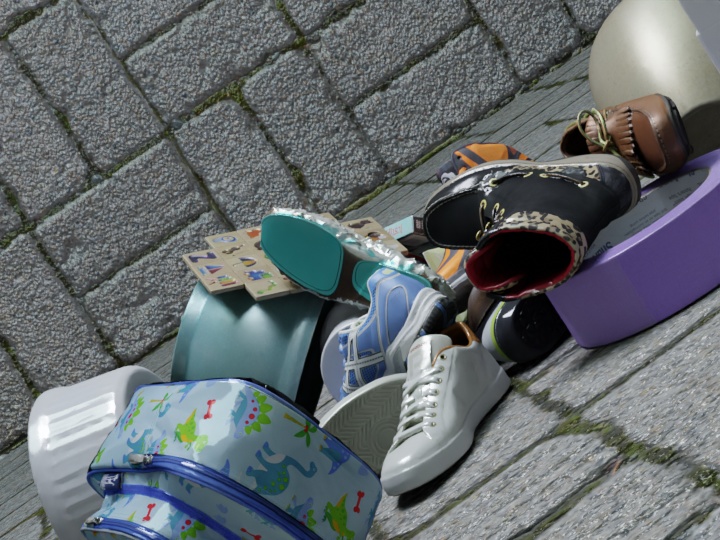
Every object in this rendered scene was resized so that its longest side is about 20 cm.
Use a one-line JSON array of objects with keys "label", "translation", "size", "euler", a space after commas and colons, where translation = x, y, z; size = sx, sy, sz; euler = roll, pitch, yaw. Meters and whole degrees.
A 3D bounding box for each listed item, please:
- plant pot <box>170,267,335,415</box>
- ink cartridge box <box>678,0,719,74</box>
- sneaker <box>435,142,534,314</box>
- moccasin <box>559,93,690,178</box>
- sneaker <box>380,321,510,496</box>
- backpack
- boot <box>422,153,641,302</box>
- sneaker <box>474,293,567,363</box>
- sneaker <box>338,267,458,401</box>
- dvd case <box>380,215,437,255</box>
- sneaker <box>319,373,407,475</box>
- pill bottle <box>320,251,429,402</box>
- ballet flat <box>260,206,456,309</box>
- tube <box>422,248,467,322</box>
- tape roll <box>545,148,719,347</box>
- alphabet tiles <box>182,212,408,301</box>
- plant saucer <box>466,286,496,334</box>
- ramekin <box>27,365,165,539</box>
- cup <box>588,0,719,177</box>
[{"label": "plant pot", "translation": [-0.105, 0.078, 1.739], "size": [0.200, 0.133, 0.202], "euler": [15, -90, -83]}, {"label": "ink cartridge box", "translation": [0.356, -0.181, 1.480], "size": [0.115, 0.201, 0.068], "euler": [-31, 7, 19]}, {"label": "sneaker", "translation": [0.100, -0.043, 1.690], "size": [0.200, 0.112, 0.078], "euler": [-41, -16, -32]}, {"label": "moccasin", "translation": [0.224, -0.114, 1.552], "size": [0.077, 0.074, 0.201], "euler": [-21, 13, -11]}, {"label": "sneaker", "translation": [0.051, 0.106, 1.437], "size": [0.072, 0.085, 0.200], "euler": [-27, 11, 30]}, {"label": "backpack", "translation": [-0.090, 0.171, 1.296], "size": [0.199, 0.183, 0.148], "euler": [-17, 40, 56]}, {"label": "boot", "translation": [0.120, -0.032, 1.478], "size": [0.198, 0.074, 0.151], "euler": [-6, 23, 28]}, {"label": "sneaker", "translation": [0.164, 0.014, 1.585], "size": [0.200, 0.072, 0.083], "euler": [-39, 7, -32]}, {"label": "sneaker", "translation": [0.017, 0.082, 1.566], "size": [0.076, 0.077, 0.201], "euler": [-29, -29, -52]}, {"label": "dvd case", "translation": [0.100, -0.019, 1.828], "size": [0.198, 0.022, 0.146], "euler": [6, -15, -28]}, {"label": "sneaker", "translation": [-0.027, 0.153, 1.514], "size": [0.199, 0.075, 0.084], "euler": [-36, 11, -8]}, {"label": "pill bottle", "translation": [0.025, 0.063, 1.705], "size": [0.119, 0.120, 0.200], "euler": [-32, 8, 17]}, {"label": "ballet flat", "translation": [0.000, 0.000, 1.622], "size": [0.072, 0.199, 0.072], "euler": [-44, -31, -36]}, {"label": "tube", "translation": [0.159, -0.021, 1.753], "size": [0.199, 0.052, 0.058], "euler": [-24, 40, -22]}, {"label": "tape roll", "translation": [0.245, -0.020, 1.473], "size": [0.199, 0.066, 0.200], "euler": [-34, 8, 5]}, {"label": "alphabet tiles", "translation": [-0.063, -0.015, 1.719], "size": [0.198, 0.006, 0.166], "euler": [-12, 24, -19]}, {"label": "plant saucer", "translation": [0.160, -0.016, 1.645], "size": [0.200, 0.032, 0.200], "euler": [-44, -14, -14]}, {"label": "ramekin", "translation": [-0.218, 0.188, 1.694], "size": [0.097, 0.202, 0.201], "euler": [-24, 9, 14]}, {"label": "cup", "translation": [0.316, -0.153, 1.651], "size": [0.199, 0.200, 0.144], "euler": [-31, 33, 21]}]
